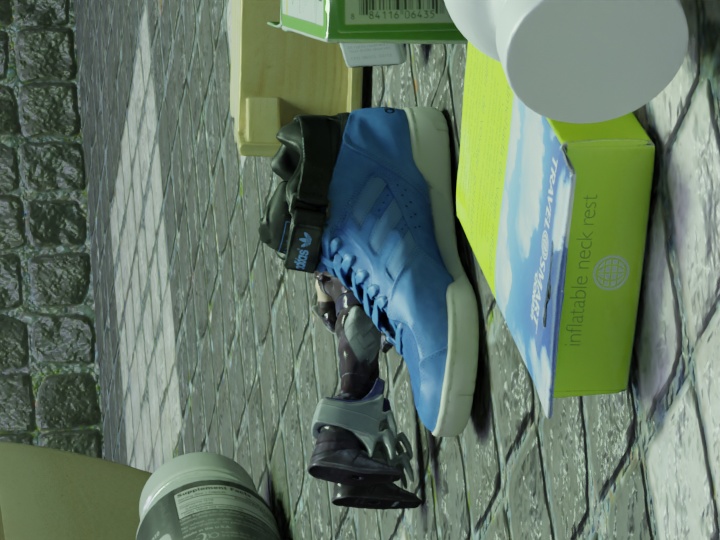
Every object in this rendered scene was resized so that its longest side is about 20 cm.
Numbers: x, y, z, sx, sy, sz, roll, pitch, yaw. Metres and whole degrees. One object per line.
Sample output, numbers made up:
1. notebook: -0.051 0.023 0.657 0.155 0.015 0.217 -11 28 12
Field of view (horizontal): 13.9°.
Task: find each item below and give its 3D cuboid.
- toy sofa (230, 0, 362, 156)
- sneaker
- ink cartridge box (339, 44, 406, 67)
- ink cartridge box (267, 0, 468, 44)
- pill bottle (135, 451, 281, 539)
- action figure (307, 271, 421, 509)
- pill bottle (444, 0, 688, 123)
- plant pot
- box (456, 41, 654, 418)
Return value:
1. toy sofa: -0.038 -0.176 1.872 0.098 0.082 0.201 -109 20 -73
2. sneaker: 0.000 0.001 1.606 0.077 0.110 0.201 109 157 -62
3. ink cartridge box: -0.014 -0.251 1.669 0.200 0.043 0.199 75 -171 -54
4. ink cartridge box: 0.016 -0.150 1.522 0.200 0.103 0.060 -148 57 -78
5. pill bottle: -0.111 0.227 2.232 0.200 0.113 0.114 -111 23 -62
6. action figure: 0.001 0.036 1.744 0.130 0.069 0.201 96 173 -69
7. pill bottle: 0.075 -0.151 1.198 0.201 0.104 0.105 -102 15 -46
8. plant pot: -0.272 0.302 2.936 0.200 0.176 0.201 -106 17 -52
9. box: 0.085 -0.034 1.312 0.200 0.047 0.123 -111 22 -61
